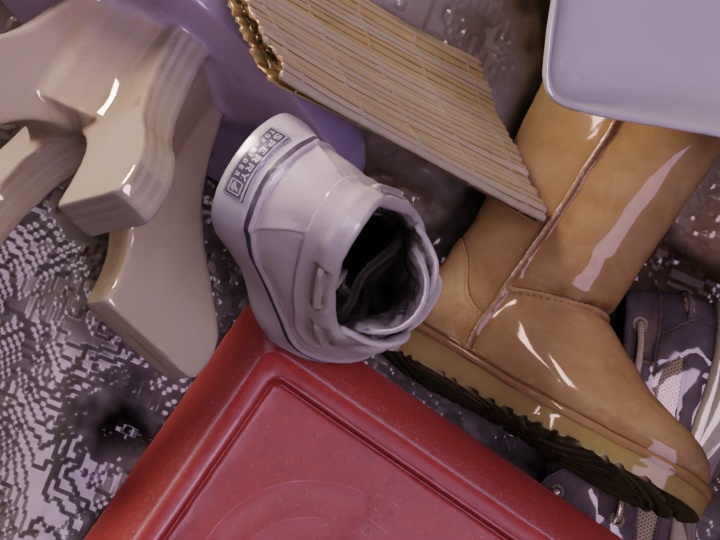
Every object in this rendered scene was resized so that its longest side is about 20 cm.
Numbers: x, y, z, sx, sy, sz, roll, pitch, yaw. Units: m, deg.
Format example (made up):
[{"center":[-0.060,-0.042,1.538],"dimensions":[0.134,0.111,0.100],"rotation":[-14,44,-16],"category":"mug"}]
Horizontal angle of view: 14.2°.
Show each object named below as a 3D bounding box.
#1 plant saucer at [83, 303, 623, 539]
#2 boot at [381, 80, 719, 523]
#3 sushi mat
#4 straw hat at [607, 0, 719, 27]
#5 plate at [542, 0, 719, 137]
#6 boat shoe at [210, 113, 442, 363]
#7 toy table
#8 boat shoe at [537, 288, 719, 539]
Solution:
[{"center":[-0.018,0.142,1.199],"dimensions":[0.200,0.037,0.200],"rotation":[34,81,6],"category":"plant saucer"},{"center":[0.119,-0.016,1.221],"dimensions":[0.175,0.066,0.200],"rotation":[30,81,27],"category":"boot"},{"center":[0.006,-0.082,1.159],"dimensions":[0.012,0.200,0.096],"rotation":[-36,58,21],"category":"sushi mat"},{"center":[0.120,-0.195,1.248],"dimensions":[0.200,0.085,0.202],"rotation":[2,86,-29],"category":"straw hat"},{"center":[0.162,-0.148,1.200],"dimensions":[0.199,0.032,0.201],"rotation":[10,81,-28],"category":"plate"},{"center":[0.000,0.000,1.134],"dimensions":[0.066,0.200,0.072],"rotation":[33,77,20],"category":"boat shoe"},{"center":[-0.101,-0.056,1.143],"dimensions":[0.200,0.184,0.117],"rotation":[38,65,-12],"category":"toy table"},{"center":[0.111,0.102,1.262],"dimensions":[0.073,0.075,0.201],"rotation":[19,79,-3],"category":"boat shoe"}]
